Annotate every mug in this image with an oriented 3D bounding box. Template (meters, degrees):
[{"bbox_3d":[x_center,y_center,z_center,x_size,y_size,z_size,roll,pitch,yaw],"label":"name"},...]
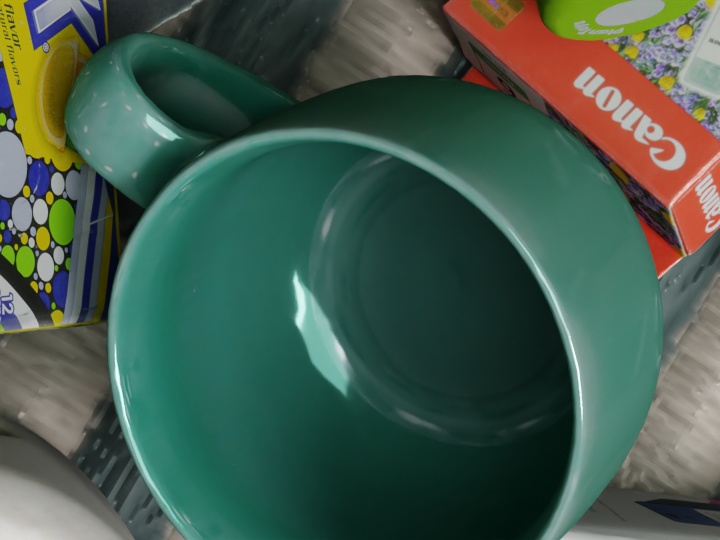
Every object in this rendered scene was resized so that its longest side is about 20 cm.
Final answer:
[{"bbox_3d":[0.010,0.003,0.843,0.152,0.114,0.185,-11,101,26],"label":"mug"}]

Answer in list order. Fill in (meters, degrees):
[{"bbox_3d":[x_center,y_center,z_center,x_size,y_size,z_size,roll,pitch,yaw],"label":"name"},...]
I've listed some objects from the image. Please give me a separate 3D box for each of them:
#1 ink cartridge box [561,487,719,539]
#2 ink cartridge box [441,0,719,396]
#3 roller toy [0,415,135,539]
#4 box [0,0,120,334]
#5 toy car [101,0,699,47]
[{"bbox_3d":[0.114,0.154,0.956,0.200,0.088,0.146,7,97,-13],"label":"ink cartridge box"},{"bbox_3d":[0.090,-0.069,0.908,0.200,0.050,0.109,-44,66,-5],"label":"ink cartridge box"},{"bbox_3d":[-0.143,0.138,0.863,0.200,0.140,0.182,43,87,-16],"label":"roller toy"},{"bbox_3d":[-0.122,-0.081,0.851,0.070,0.064,0.200,-6,94,-57],"label":"box"},{"bbox_3d":[-0.013,-0.145,0.859,0.200,0.158,0.165,-16,74,15],"label":"toy car"}]
